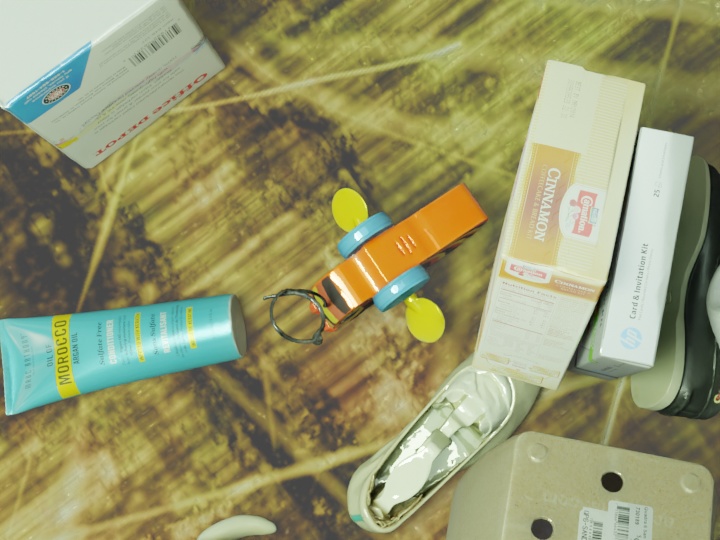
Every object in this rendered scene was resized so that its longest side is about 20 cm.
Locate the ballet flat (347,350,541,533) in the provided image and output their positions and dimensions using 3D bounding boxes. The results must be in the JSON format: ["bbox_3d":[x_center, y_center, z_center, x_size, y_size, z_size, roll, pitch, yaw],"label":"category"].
[{"bbox_3d":[0.069,0.126,1.062,0.069,0.069,0.200,44,87,8],"label":"ballet flat"}]

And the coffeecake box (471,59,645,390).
[{"bbox_3d":[0.138,-0.026,0.991,0.072,0.201,0.155,14,66,5],"label":"coffeecake box"}]

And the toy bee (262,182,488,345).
[{"bbox_3d":[0.000,0.000,1.076,0.198,0.109,0.132,-8,73,-23],"label":"toy bee"}]

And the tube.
[{"bbox_3d":[-0.191,0.060,1.100,0.197,0.050,0.078,-11,69,7],"label":"tube"}]

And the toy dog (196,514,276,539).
[{"bbox_3d":[-0.061,0.295,1.028,0.198,0.141,0.195,20,43,6],"label":"toy dog"}]

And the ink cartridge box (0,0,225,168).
[{"bbox_3d":[-0.216,-0.194,1.053,0.147,0.200,0.145,-36,80,-1],"label":"ink cartridge box"}]

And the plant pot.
[{"bbox_3d":[0.153,0.219,0.955,0.197,0.178,0.202,10,58,5],"label":"plant pot"}]

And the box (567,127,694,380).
[{"bbox_3d":[0.192,-0.004,1.003,0.041,0.200,0.158,11,84,3],"label":"box"}]

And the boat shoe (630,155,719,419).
[{"bbox_3d":[0.255,0.014,1.068,0.062,0.074,0.204,14,76,-23],"label":"boat shoe"}]

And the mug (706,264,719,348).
[{"bbox_3d":[0.347,0.033,1.009,0.175,0.201,0.148,38,129,-13],"label":"mug"}]
